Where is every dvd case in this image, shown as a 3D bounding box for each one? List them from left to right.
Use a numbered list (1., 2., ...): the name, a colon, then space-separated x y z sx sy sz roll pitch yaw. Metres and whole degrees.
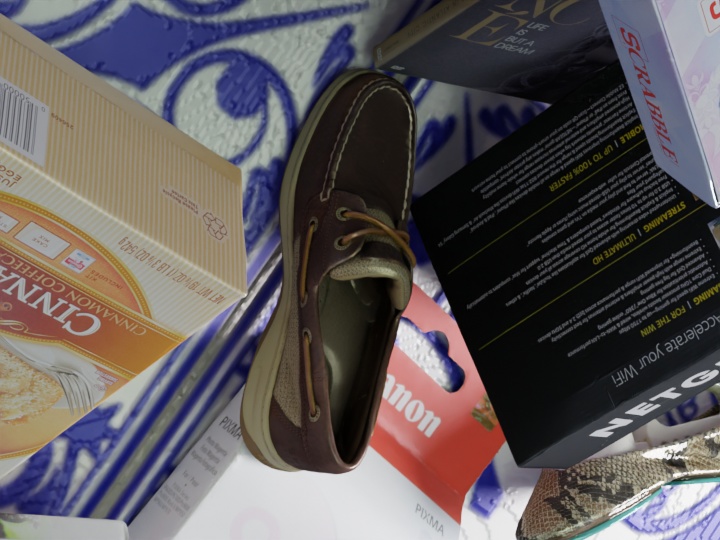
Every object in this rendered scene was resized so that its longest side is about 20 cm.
1. dvd case: 0.123 -0.126 0.829 0.148 0.200 0.016 7 68 -36

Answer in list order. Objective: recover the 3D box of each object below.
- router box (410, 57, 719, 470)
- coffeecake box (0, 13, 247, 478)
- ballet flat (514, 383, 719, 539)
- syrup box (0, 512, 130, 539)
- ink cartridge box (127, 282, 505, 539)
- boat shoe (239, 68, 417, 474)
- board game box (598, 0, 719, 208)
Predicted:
1. router box: 0.132 -0.016 0.833 0.200 0.149 0.051 -34 155 30
2. coffeecake box: -0.168 0.002 0.700 0.200 0.073 0.153 -36 129 29
3. ballet flat: 0.160 0.099 1.000 0.200 0.068 0.075 -12 89 -33
4. syrup box: -0.200 0.152 0.748 0.200 0.082 0.079 6 143 -21
5. ink cartridge box: -0.004 0.110 0.909 0.200 0.057 0.163 -49 122 -3
6. boat shoe: 0.000 0.000 0.845 0.072 0.072 0.200 23 77 -35
7. board game box: 0.165 -0.153 0.617 0.199 0.041 0.200 -37 133 -9
